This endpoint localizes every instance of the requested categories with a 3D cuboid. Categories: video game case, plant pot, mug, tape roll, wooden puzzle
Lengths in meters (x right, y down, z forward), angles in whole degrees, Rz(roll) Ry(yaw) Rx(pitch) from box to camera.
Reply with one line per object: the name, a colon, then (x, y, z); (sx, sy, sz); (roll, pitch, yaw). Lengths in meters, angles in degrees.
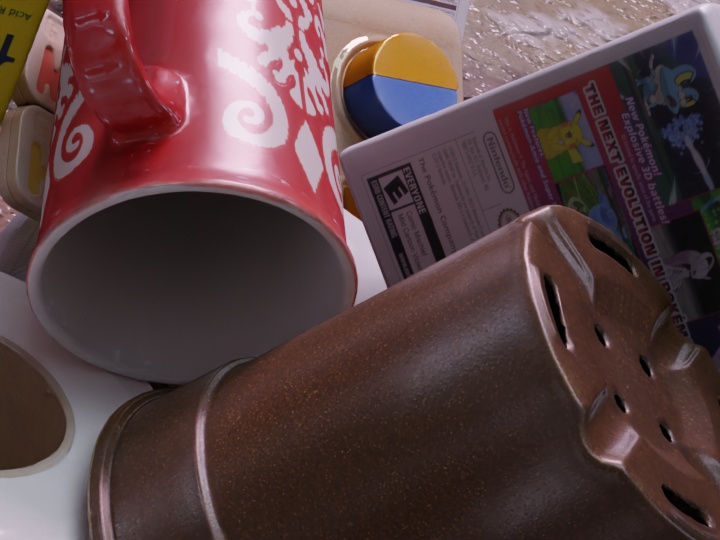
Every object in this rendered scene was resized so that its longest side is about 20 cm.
video game case: (0.101, 0.015, 1.027); (0.023, 0.182, 0.201); (-22, 91, -58)
plant pot: (0.035, 0.089, 0.964); (0.200, 0.198, 0.201); (43, 28, -29)
mug: (-0.065, -0.083, 1.047); (0.133, 0.178, 0.201); (6, 51, -10)
tape roll: (-0.175, 0.074, 1.008); (0.202, 0.071, 0.203); (22, 27, -12)
wooden puzzle: (-0.018, -0.057, 1.204); (0.185, 0.046, 0.201); (9, 67, -32)

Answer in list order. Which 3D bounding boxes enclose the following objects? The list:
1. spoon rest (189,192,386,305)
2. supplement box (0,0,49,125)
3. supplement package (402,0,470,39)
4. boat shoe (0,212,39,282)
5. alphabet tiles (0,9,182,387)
spoon rest: (0.000, 0.000, 1.150); (0.199, 0.061, 0.100); (-1, 76, -21)
supplement box: (-0.217, -0.104, 1.129); (0.108, 0.200, 0.110); (14, 30, -21)
supplement package: (-0.033, -0.191, 1.399); (0.150, 0.201, 0.152); (9, 4, -33)
boat shoe: (-0.114, -0.024, 1.235); (0.200, 0.072, 0.062); (-49, 121, -51)
alphabet tiles: (-0.096, -0.042, 1.189); (0.200, 0.015, 0.196); (32, 53, -46)
